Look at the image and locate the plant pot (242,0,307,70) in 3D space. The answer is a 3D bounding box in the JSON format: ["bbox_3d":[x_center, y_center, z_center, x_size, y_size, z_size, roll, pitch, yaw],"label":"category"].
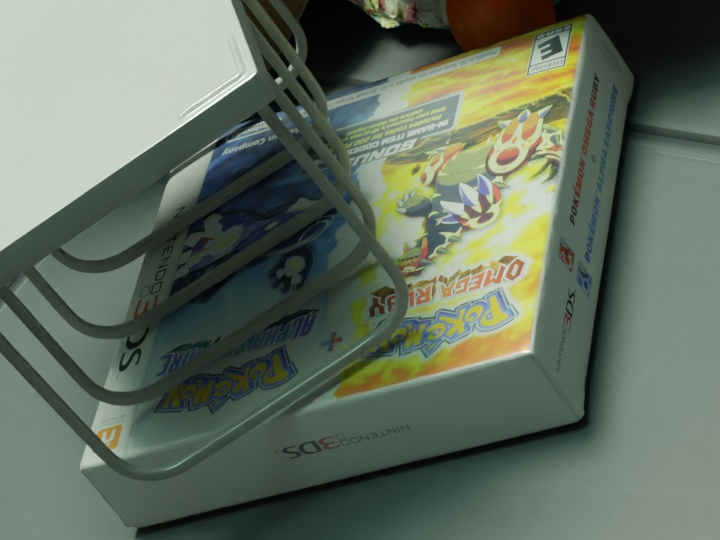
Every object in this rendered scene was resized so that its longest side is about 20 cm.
[{"bbox_3d":[-0.143,-0.170,1.200,0.186,0.200,0.186,-25,56,43],"label":"plant pot"}]

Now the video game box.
[{"bbox_3d":[0.000,0.000,1.069,0.200,0.047,0.182,-16,42,28],"label":"video game box"}]

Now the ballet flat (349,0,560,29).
[{"bbox_3d":[0.009,-0.151,1.216,0.076,0.064,0.200,-49,37,-17],"label":"ballet flat"}]

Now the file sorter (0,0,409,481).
[{"bbox_3d":[-0.080,-0.042,1.038,0.139,0.125,0.200,-33,34,9],"label":"file sorter"}]

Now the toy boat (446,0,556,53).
[{"bbox_3d":[0.053,-0.141,1.102,0.200,0.131,0.131,-1,30,27],"label":"toy boat"}]
